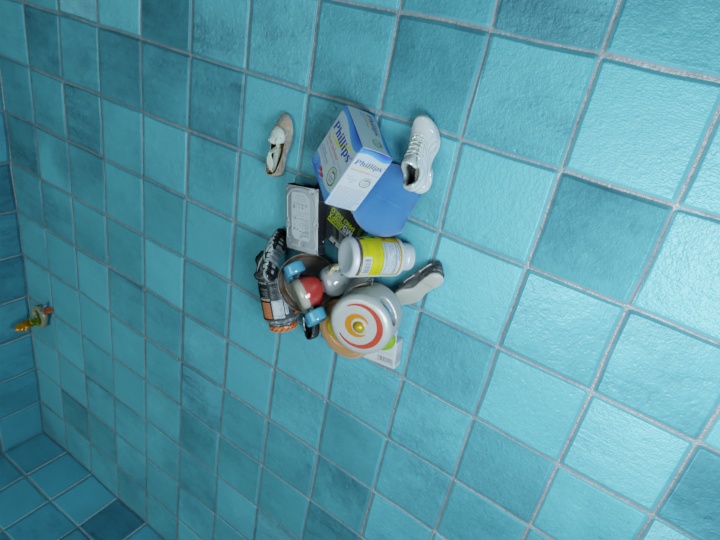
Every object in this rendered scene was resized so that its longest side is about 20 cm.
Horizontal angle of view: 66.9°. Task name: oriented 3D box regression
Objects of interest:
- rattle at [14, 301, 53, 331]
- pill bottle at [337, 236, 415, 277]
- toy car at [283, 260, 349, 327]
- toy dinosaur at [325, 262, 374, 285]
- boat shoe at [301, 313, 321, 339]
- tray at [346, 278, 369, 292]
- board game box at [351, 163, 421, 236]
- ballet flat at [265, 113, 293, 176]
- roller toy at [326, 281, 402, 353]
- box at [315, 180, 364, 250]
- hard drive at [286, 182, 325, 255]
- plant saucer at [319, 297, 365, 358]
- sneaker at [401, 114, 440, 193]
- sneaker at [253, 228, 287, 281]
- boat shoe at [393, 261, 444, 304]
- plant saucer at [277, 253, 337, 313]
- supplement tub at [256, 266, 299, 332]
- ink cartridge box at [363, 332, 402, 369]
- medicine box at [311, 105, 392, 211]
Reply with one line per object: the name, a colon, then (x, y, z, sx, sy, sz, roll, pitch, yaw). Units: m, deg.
rattle: (-1.734, 0.245, 2.889, 0.200, 0.142, 0.131, -18, 78, 44)
pill bottle: (0.047, -0.038, 1.483, 0.109, 0.199, 0.110, 3, 93, 60)
toy car: (-0.104, 0.043, 1.633, 0.185, 0.199, 0.177, 65, 169, 6)
toy dinosaur: (0.000, 0.000, 1.540, 0.199, 0.088, 0.048, -1, 119, -5)
boat shoe: (-0.166, 0.133, 1.793, 0.068, 0.057, 0.201, 2, 109, 34)
tray: (-0.004, 0.017, 1.659, 0.107, 0.022, 0.201, 11, 113, 31)
board game box: (0.075, -0.189, 1.493, 0.158, 0.039, 0.201, 30, 96, 16)
ballet flat: (-0.251, -0.375, 1.655, 0.068, 0.067, 0.201, 26, 120, 24)
roller toy: (0.013, 0.133, 1.532, 0.199, 0.140, 0.183, 23, 116, 13)
box: (-0.068, -0.168, 1.604, 0.200, 0.044, 0.161, 46, 127, 22)
hard drive: (-0.166, -0.156, 1.639, 0.139, 0.038, 0.201, 17, 114, 37)
plant saucer: (-0.048, 0.183, 1.689, 0.200, 0.032, 0.201, 13, 115, 31)
sneaker: (0.147, -0.293, 1.380, 0.078, 0.099, 0.201, 10, 104, 30)
sneaker: (-0.294, -0.050, 1.742, 0.090, 0.201, 0.066, -10, 143, 33)
boat shoe: (0.162, 0.039, 1.538, 0.067, 0.057, 0.200, 33, 137, -24)
plant saucer: (-0.162, 0.040, 1.727, 0.199, 0.032, 0.201, 1, 107, 2)
supplement tub: (-0.271, 0.095, 1.811, 0.122, 0.122, 0.201, 5, 110, 34)
ink cartridge box: (0.035, 0.190, 1.681, 0.199, 0.045, 0.177, 18, 116, 29)
medicine box: (-0.028, -0.298, 1.455, 0.200, 0.103, 0.183, -51, 43, 37)
